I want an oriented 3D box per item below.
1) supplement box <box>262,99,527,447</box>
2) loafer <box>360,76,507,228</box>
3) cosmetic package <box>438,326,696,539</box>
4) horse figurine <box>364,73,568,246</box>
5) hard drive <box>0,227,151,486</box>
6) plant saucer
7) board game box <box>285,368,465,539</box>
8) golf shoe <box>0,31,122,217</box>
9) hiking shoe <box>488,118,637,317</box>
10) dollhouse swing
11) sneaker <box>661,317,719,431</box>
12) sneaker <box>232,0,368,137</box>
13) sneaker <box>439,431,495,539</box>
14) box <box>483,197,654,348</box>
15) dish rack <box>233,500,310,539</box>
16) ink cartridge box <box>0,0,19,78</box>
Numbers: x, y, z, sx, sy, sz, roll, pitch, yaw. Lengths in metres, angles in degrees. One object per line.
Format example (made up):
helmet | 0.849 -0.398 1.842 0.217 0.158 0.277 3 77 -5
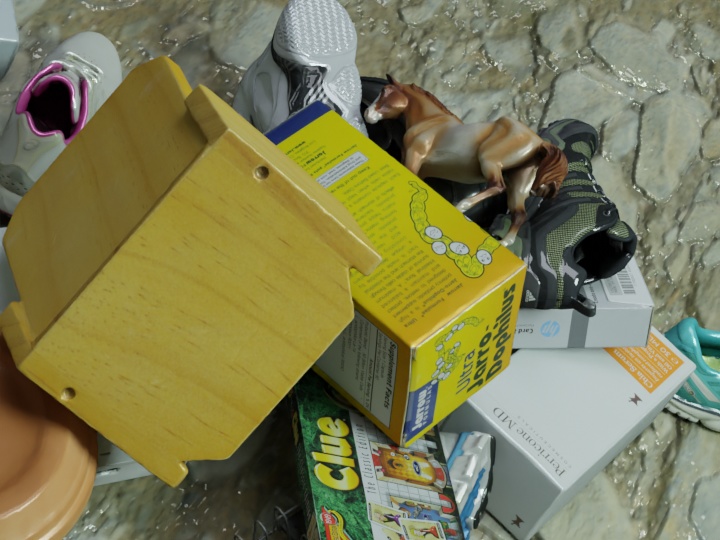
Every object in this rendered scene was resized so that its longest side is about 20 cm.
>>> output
supplement box | 0.000 0.000 1.420 0.109 0.109 0.200 -35 60 -29
loafer | 0.025 -0.089 1.610 0.072 0.073 0.200 -22 38 -31
cosmetic package | 0.150 0.100 1.560 0.101 0.071 0.200 43 44 11
horse figurine | 0.072 -0.074 1.509 0.199 0.050 0.133 9 48 35
hard drive | -0.210 0.056 1.428 0.131 0.026 0.201 -8 56 -35
plant saucer | -0.261 0.101 1.324 0.198 0.038 0.202 9 52 -11
board game box | 0.008 0.130 1.381 0.104 0.024 0.201 11 30 -15
golf shoe | -0.211 -0.122 1.543 0.075 0.092 0.201 24 42 -6
hiking shoe | 0.154 -0.033 1.544 0.100 0.076 0.201 19 45 10
dollhouse swing | -0.118 -0.009 1.374 0.181 0.200 0.176 39 9 -16
sneaker | 0.316 0.093 1.656 0.198 0.080 0.078 18 44 -16
sneaker | -0.048 -0.100 1.611 0.074 0.115 0.202 9 63 -22
sneaker | 0.022 0.183 1.426 0.086 0.075 0.201 12 43 19
box | 0.104 0.000 1.578 0.198 0.041 0.156 0 32 -9
dish rack | -0.045 0.216 1.305 0.199 0.055 0.153 -33 58 -24
ink cartridge box | -0.362 -0.226 1.583 0.198 0.047 0.161 7 48 -28
